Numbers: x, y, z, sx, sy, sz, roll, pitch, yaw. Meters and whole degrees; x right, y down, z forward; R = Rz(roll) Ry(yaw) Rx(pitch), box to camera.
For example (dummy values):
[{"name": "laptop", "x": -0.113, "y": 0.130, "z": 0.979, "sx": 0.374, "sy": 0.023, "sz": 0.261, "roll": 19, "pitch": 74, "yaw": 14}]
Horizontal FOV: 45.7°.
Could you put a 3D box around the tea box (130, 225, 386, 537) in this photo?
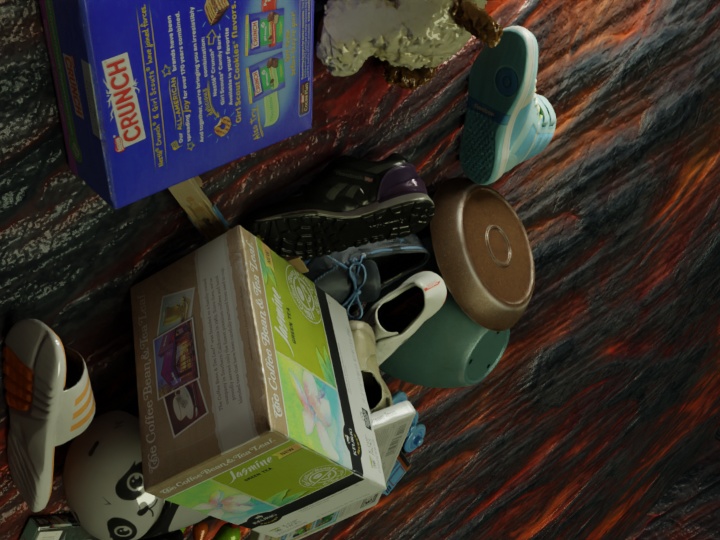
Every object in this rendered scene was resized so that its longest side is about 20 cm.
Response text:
[{"name": "tea box", "x": -0.093, "y": 0.107, "z": 0.774, "sx": 0.132, "sy": 0.202, "sz": 0.197, "roll": -27, "pitch": 144, "yaw": 18}]

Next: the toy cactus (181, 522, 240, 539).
[{"name": "toy cactus", "x": -0.213, "y": 0.348, "z": 0.942, "sx": 0.199, "sy": 0.102, "sz": 0.166, "roll": -29, "pitch": 149, "yaw": -48}]

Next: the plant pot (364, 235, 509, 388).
[{"name": "plant pot", "x": 0.116, "y": 0.074, "z": 1.114, "sx": 0.199, "sy": 0.134, "sz": 0.202, "roll": -32, "pitch": 140, "yaw": -32}]

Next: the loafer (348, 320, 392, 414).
[{"name": "loafer", "x": -0.004, "y": 0.147, "z": 0.987, "sx": 0.074, "sy": 0.069, "sz": 0.202, "roll": -9, "pitch": 131, "yaw": 7}]

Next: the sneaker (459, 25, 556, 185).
[{"name": "sneaker", "x": 0.192, "y": -0.210, "z": 1.030, "sx": 0.130, "sy": 0.079, "sz": 0.202, "roll": -26, "pitch": 145, "yaw": -35}]

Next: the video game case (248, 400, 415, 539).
[{"name": "video game case", "x": -0.036, "y": 0.244, "z": 0.989, "sx": 0.180, "sy": 0.024, "sz": 0.202, "roll": -15, "pitch": 141, "yaw": -30}]

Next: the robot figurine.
[{"name": "robot figurine", "x": -0.189, "y": 0.192, "z": 0.834, "sx": 0.124, "sy": 0.152, "sz": 0.199, "roll": -30, "pitch": 161, "yaw": 33}]

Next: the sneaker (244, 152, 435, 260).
[{"name": "sneaker", "x": -0.029, "y": -0.072, "z": 0.881, "sx": 0.197, "sy": 0.088, "sz": 0.076, "roll": -9, "pitch": 149, "yaw": -19}]

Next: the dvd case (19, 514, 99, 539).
[{"name": "dvd case", "x": -0.291, "y": 0.320, "z": 0.907, "sx": 0.199, "sy": 0.022, "sz": 0.147, "roll": 15, "pitch": 105, "yaw": -56}]

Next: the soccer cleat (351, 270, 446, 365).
[{"name": "soccer cleat", "x": 0.019, "y": 0.073, "z": 1.010, "sx": 0.200, "sy": 0.069, "sz": 0.085, "roll": -41, "pitch": 169, "yaw": 18}]

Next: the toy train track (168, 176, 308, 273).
[{"name": "toy train track", "x": -0.121, "y": -0.027, "z": 0.806, "sx": 0.113, "sy": 0.033, "sz": 0.201, "roll": -15, "pitch": 139, "yaw": 14}]

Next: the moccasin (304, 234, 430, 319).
[{"name": "moccasin", "x": 0.000, "y": 0.000, "z": 0.965, "sx": 0.199, "sy": 0.068, "sz": 0.081, "roll": -34, "pitch": 140, "yaw": -31}]

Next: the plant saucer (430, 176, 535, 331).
[{"name": "plant saucer", "x": 0.161, "y": -0.027, "z": 1.062, "sx": 0.034, "sy": 0.203, "sz": 0.199, "roll": -23, "pitch": 168, "yaw": 38}]

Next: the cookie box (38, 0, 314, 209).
[{"name": "cookie box", "x": -0.131, "y": -0.168, "z": 0.654, "sx": 0.199, "sy": 0.075, "sz": 0.173, "roll": -29, "pitch": 138, "yaw": -35}]

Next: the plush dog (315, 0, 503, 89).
[{"name": "plush dog", "x": 0.070, "y": -0.253, "z": 0.800, "sx": 0.202, "sy": 0.159, "sz": 0.172, "roll": -64, "pitch": 172, "yaw": 15}]

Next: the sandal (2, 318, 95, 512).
[{"name": "sandal", "x": -0.264, "y": 0.118, "z": 0.732, "sx": 0.059, "sy": 0.079, "sz": 0.208, "roll": -20, "pitch": 141, "yaw": -43}]

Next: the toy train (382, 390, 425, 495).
[{"name": "toy train", "x": 0.020, "y": 0.219, "z": 1.151, "sx": 0.115, "sy": 0.086, "sz": 0.201, "roll": -50, "pitch": 146, "yaw": -15}]
